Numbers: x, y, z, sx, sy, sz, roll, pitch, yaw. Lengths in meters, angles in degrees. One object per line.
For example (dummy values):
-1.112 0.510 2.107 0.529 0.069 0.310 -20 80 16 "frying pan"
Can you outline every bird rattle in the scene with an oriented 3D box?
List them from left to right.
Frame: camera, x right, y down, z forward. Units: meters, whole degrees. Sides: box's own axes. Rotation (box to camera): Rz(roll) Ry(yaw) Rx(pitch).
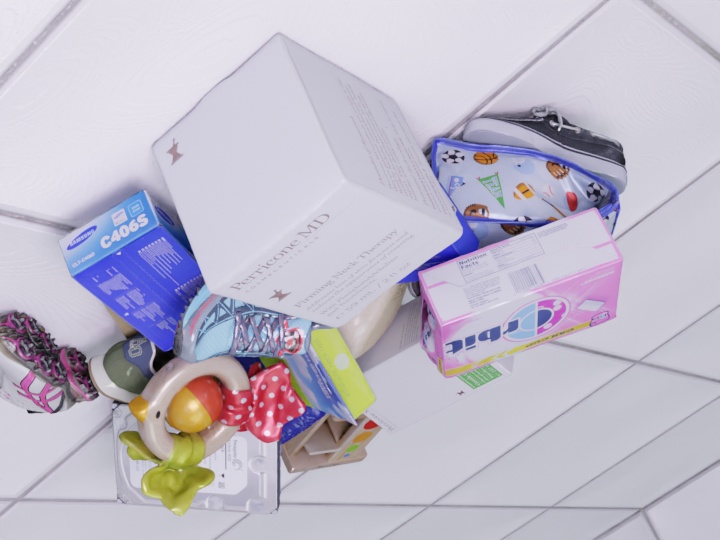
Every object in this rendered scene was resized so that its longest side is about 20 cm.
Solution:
-0.160 0.152 1.368 0.199 0.113 0.164 -33 135 -10 "bird rattle"

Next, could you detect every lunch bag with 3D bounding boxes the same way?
0.165 -0.038 1.377 0.197 0.125 0.171 6 148 2 "lunch bag"

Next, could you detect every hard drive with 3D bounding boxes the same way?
-0.193 0.218 1.549 0.197 0.038 0.141 4 113 3 "hard drive"

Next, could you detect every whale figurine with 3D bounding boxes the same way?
0.000 0.000 1.453 0.159 0.103 0.201 -32 150 -63 "whale figurine"

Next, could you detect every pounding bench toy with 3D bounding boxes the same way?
-0.059 0.160 1.638 0.198 0.125 0.156 -3 146 -38 "pounding bench toy"

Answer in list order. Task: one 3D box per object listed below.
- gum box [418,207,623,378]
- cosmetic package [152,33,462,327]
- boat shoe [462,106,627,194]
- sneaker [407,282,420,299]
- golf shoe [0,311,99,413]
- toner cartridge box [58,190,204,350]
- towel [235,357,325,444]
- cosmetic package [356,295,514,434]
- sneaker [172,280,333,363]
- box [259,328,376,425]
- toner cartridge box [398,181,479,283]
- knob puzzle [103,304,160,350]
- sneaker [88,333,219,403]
0.151 0.027 1.276 0.198 0.067 0.114 -19 148 -5 "gum box"
-0.047 -0.073 1.179 0.167 0.167 0.199 -37 151 22 "cosmetic package"
0.200 -0.138 1.393 0.197 0.069 0.074 13 153 -16 "boat shoe"
0.137 -0.035 1.552 0.199 0.073 0.085 -31 -175 -3 "sneaker"
-0.345 0.108 1.345 0.091 0.073 0.200 -25 154 2 "golf shoe"
-0.195 0.005 1.242 0.094 0.043 0.200 -30 151 3 "toner cartridge box"
-0.155 0.161 1.568 0.199 0.148 0.050 -32 -163 17 "towel"
0.074 0.100 1.514 0.107 0.085 0.199 37 131 -24 "cosmetic package"
-0.090 0.044 1.250 0.199 0.095 0.080 -26 141 -43 "sneaker"
-0.059 0.094 1.414 0.047 0.123 0.199 -36 -162 -20 "box"
0.011 -0.030 1.315 0.198 0.043 0.095 -7 137 32 "toner cartridge box"
-0.167 0.009 1.373 0.218 0.031 0.220 -20 153 -11 "knob puzzle"
-0.195 0.111 1.419 0.089 0.068 0.199 -32 151 25 "sneaker"
